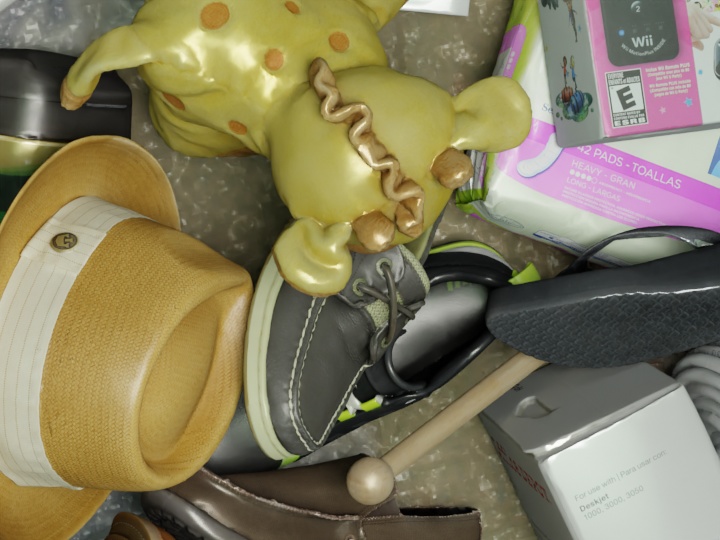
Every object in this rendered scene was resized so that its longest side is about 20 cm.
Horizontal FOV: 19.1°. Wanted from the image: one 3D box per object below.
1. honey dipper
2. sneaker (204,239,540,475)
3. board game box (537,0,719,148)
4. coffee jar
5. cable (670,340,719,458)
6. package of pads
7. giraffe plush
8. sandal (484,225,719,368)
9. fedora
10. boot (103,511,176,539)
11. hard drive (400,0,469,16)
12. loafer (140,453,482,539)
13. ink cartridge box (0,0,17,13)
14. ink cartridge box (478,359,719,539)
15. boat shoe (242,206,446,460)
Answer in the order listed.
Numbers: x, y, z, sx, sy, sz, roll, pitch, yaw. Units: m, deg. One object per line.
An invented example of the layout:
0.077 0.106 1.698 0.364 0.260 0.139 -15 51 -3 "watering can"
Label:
0.066 0.057 1.047 0.200 0.038 0.038 -34 103 -37 "honey dipper"
-0.005 0.042 1.060 0.200 0.083 0.072 -32 101 -4 "sneaker"
0.157 -0.167 1.002 0.147 0.064 0.201 -9 89 -12 "board game box"
-0.165 -0.005 1.016 0.085 0.104 0.201 10 96 21 "coffee jar"
0.230 0.116 1.048 0.069 0.200 0.200 -31 95 -8 "cable"
0.144 -0.100 1.066 0.154 0.068 0.200 20 85 -12 "package of pads"
-0.013 -0.076 0.946 0.162 0.200 0.173 46 109 18 "giraffe plush"
0.158 0.004 1.014 0.200 0.076 0.043 -11 60 10 "sandal"
-0.103 0.038 0.958 0.082 0.201 0.201 10 96 20 "fedora"
-0.056 0.174 1.021 0.154 0.200 0.074 15 70 -9 "boot"
-0.003 -0.232 1.054 0.132 0.027 0.201 4 97 -9 "hard drive"
-0.020 0.122 1.067 0.200 0.073 0.071 22 81 -34 "loafer"
-0.191 -0.195 0.998 0.200 0.084 0.145 -37 101 -2 "ink cartridge box"
0.146 0.145 1.066 0.085 0.145 0.200 -28 101 -5 "ink cartridge box"
0.000 0.000 1.011 0.066 0.201 0.072 0 139 24 "boat shoe"
